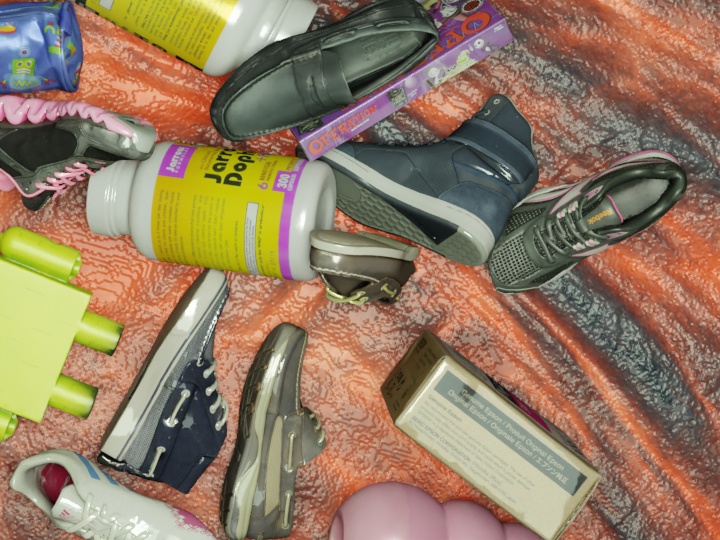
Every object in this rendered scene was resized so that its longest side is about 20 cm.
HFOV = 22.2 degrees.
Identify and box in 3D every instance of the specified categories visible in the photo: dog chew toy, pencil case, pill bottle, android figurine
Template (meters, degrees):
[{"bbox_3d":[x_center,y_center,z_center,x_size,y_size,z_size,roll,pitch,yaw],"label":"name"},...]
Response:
[{"bbox_3d":[0.074,0.252,1.603,0.200,0.125,0.125,8,94,-12],"label":"dog chew toy"},{"bbox_3d":[-0.337,-0.190,1.561,0.200,0.087,0.078,-1,60,-4],"label":"pencil case"},{"bbox_3d":[-0.127,-0.054,1.563,0.200,0.104,0.104,8,94,10],"label":"pill bottle"},{"bbox_3d":[-0.314,0.053,1.601,0.200,0.041,0.182,20,93,-5],"label":"android figurine"},{"bbox_3d":[-0.142,-0.235,1.554,0.200,0.112,0.113,29,92,-5],"label":"pill bottle"}]

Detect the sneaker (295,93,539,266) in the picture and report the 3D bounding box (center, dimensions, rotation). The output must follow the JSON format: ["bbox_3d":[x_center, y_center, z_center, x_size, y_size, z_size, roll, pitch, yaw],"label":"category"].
[{"bbox_3d":[0.058,-0.100,1.599,0.202,0.077,0.146,26,65,21],"label":"sneaker"}]

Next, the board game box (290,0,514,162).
[{"bbox_3d":[0.021,-0.177,1.568,0.200,0.120,0.032,-31,129,-1],"label":"board game box"}]

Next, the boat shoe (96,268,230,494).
[{"bbox_3d":[-0.144,0.099,1.605,0.093,0.075,0.200,29,100,-10],"label":"boat shoe"}]

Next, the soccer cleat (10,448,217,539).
[{"bbox_3d":[-0.212,0.215,1.561,0.200,0.086,0.070,26,97,23],"label":"soccer cleat"}]

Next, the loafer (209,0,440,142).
[{"bbox_3d":[-0.029,-0.162,1.501,0.200,0.070,0.068,-28,122,-6],"label":"loafer"}]

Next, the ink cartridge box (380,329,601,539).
[{"bbox_3d":[0.105,0.135,1.552,0.165,0.200,0.075,37,92,-6],"label":"ink cartridge box"}]

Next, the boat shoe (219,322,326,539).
[{"bbox_3d":[-0.070,0.143,1.614,0.073,0.074,0.200,12,102,-14],"label":"boat shoe"}]

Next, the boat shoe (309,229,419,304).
[{"bbox_3d":[0.000,0.000,1.540,0.072,0.200,0.060,17,94,14],"label":"boat shoe"}]

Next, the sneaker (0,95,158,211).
[{"bbox_3d":[-0.249,-0.094,1.536,0.200,0.079,0.096,8,85,40],"label":"sneaker"}]

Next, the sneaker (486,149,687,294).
[{"bbox_3d":[0.196,-0.048,1.602,0.200,0.086,0.080,-33,94,0],"label":"sneaker"}]
